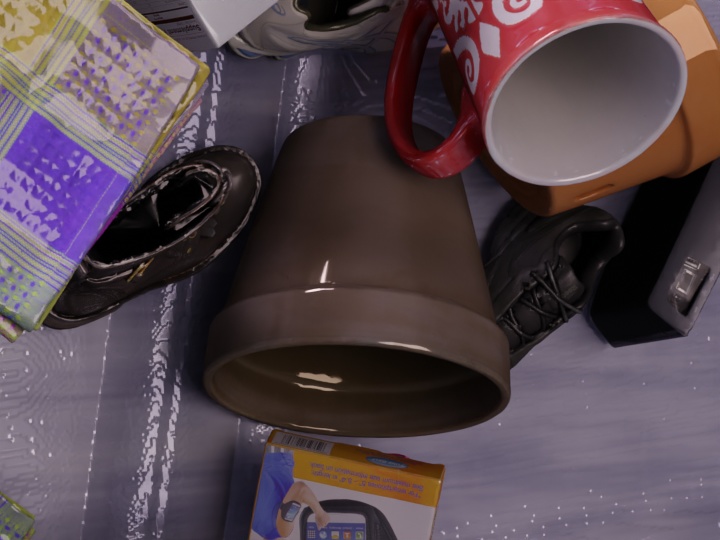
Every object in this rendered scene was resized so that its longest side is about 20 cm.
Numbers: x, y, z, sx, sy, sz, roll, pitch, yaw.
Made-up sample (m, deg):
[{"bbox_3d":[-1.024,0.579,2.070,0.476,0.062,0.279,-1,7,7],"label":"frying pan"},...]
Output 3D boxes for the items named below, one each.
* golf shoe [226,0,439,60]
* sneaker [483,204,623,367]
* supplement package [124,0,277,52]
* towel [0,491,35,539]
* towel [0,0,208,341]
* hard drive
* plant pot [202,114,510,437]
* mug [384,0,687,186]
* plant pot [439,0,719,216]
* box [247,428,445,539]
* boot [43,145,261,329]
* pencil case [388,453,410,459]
[{"bbox_3d":[0.007,-0.181,1.618,0.199,0.097,0.079,-17,99,-34],"label":"golf shoe"},{"bbox_3d":[0.108,0.022,1.683,0.076,0.091,0.200,49,67,-26],"label":"sneaker"},{"bbox_3d":[-0.110,-0.268,1.507,0.191,0.147,0.201,-41,112,-26],"label":"supplement package"},{"bbox_3d":[-0.301,0.156,1.460,0.200,0.023,0.144,43,67,-26],"label":"towel"},{"bbox_3d":[-0.186,-0.080,1.352,0.144,0.023,0.200,41,66,-18],"label":"towel"},{"bbox_3d":[0.238,-0.042,1.756,0.042,0.135,0.201,30,75,-15],"label":"hard drive"},{"bbox_3d":[0.000,0.000,1.578,0.199,0.200,0.174,16,64,-33],"label":"plant pot"},{"bbox_3d":[0.088,-0.164,1.522,0.177,0.201,0.134,-16,139,-8],"label":"mug"},{"bbox_3d":[0.147,-0.132,1.668,0.140,0.200,0.201,-32,109,-12],"label":"plant pot"},{"bbox_3d":[-0.021,0.214,1.581,0.118,0.041,0.201,11,100,4],"label":"box"},{"bbox_3d":[-0.115,-0.032,1.486,0.200,0.174,0.069,-37,92,-27],"label":"boot"},{"bbox_3d":[0.017,0.225,1.639,0.088,0.088,0.201,-18,99,-32],"label":"pencil case"}]
